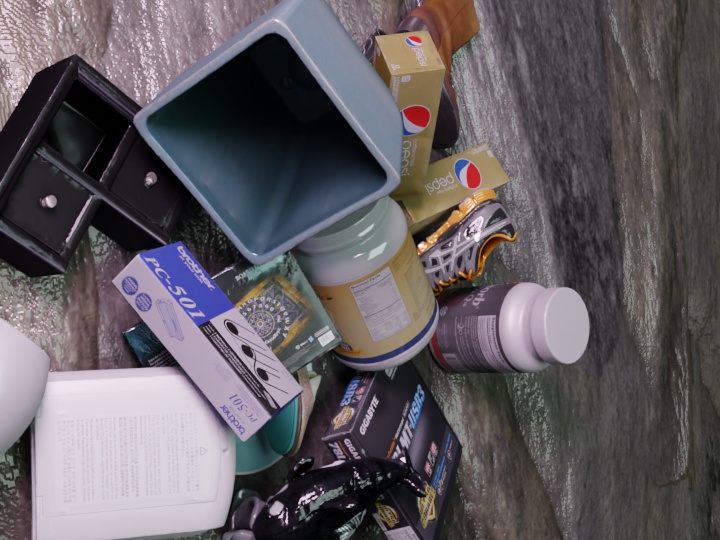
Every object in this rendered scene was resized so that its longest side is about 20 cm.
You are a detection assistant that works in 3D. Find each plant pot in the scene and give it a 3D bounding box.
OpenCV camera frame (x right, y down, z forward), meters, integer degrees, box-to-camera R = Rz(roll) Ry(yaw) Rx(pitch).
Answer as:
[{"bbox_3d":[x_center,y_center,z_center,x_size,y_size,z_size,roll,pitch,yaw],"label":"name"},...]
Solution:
[{"bbox_3d":[-0.071,-0.169,1.047,0.197,0.194,0.201,50,32,-22],"label":"plant pot"}]

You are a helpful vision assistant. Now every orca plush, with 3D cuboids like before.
[{"bbox_3d":[-0.014,0.254,1.104,0.197,0.071,0.107,-2,97,-26],"label":"orca plush"}]

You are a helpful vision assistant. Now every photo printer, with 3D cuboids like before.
[{"bbox_3d":[-0.220,0.180,1.006,0.197,0.069,0.169,-2,84,-20],"label":"photo printer"}]

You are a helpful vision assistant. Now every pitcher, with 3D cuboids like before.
[{"bbox_3d":[-0.383,0.118,0.887,0.171,0.121,0.201,40,71,-15],"label":"pitcher"}]

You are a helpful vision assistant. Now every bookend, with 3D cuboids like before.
[{"bbox_3d":[-0.268,-0.065,1.013,0.198,0.091,0.202,40,62,-33],"label":"bookend"}]

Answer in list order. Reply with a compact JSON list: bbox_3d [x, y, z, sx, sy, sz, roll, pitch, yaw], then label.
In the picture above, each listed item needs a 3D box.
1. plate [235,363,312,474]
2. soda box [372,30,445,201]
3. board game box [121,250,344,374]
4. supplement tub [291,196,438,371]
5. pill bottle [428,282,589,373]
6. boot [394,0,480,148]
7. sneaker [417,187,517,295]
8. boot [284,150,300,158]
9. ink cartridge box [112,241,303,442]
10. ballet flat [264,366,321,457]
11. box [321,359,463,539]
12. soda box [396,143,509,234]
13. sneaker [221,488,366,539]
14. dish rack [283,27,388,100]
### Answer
[{"bbox_3d":[-0.136,0.126,1.160,0.198,0.025,0.204,4,83,-41],"label":"plate"},{"bbox_3d":[0.046,-0.171,1.180,0.063,0.201,0.068,-10,52,-13],"label":"soda box"},{"bbox_3d":[-0.134,0.070,1.093,0.199,0.028,0.136,-32,93,-15],"label":"board game box"},{"bbox_3d":[0.000,0.000,1.190,0.145,0.143,0.202,-50,133,-33],"label":"supplement tub"},{"bbox_3d":[0.192,0.076,1.346,0.115,0.198,0.118,5,82,-42],"label":"pill bottle"},{"bbox_3d":[0.118,-0.293,1.424,0.190,0.068,0.201,61,38,-24],"label":"boot"},{"bbox_3d":[0.116,-0.011,1.312,0.077,0.200,0.078,47,12,17],"label":"sneaker"},{"bbox_3d":[-0.046,-0.127,1.255,0.199,0.074,0.098,-29,128,-46],"label":"boot"},{"bbox_3d":[-0.148,0.066,1.015,0.201,0.044,0.094,50,19,4],"label":"ink cartridge box"},{"bbox_3d":[-0.078,0.105,1.157,0.067,0.067,0.203,-10,94,-48],"label":"ballet flat"},{"bbox_3d":[0.047,0.213,1.258,0.200,0.049,0.201,61,29,-20],"label":"box"},{"bbox_3d":[0.102,-0.102,1.351,0.199,0.068,0.065,-25,80,-41],"label":"soda box"},{"bbox_3d":[-0.073,0.275,1.169,0.200,0.075,0.116,-47,118,-31],"label":"sneaker"},{"bbox_3d":[-0.025,-0.243,1.238,0.198,0.055,0.155,12,46,-40],"label":"dish rack"}]
